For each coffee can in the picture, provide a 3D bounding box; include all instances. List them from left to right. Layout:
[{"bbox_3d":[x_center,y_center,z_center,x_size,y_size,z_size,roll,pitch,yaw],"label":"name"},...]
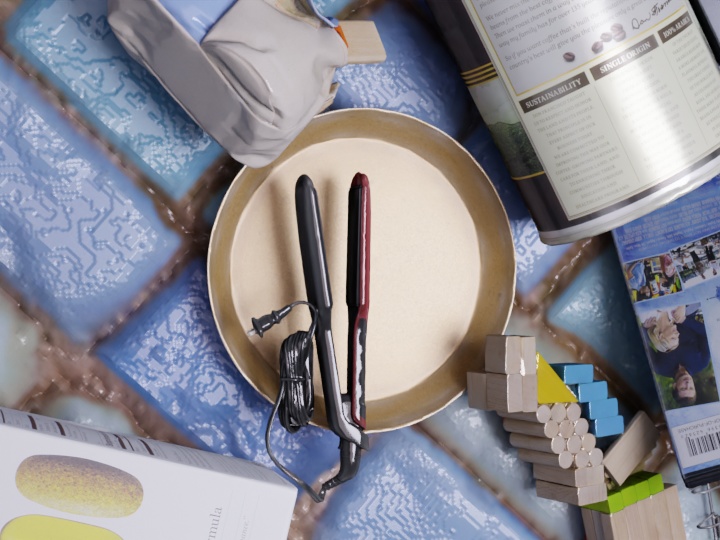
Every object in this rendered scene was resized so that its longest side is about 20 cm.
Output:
[{"bbox_3d":[0.131,-0.137,1.006,0.146,0.146,0.201,-29,98,-12],"label":"coffee can"}]

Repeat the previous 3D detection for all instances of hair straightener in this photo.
[{"bbox_3d":[-0.033,0.041,1.002,0.076,0.041,0.202,0,96,-14],"label":"hair straightener"}]

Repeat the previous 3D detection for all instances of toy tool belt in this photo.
[{"bbox_3d":[-0.083,-0.169,0.977,0.200,0.125,0.123,46,57,-3],"label":"toy tool belt"}]

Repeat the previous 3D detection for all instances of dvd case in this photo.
[{"bbox_3d":[0.243,0.022,1.031,0.141,0.018,0.202,-17,64,10],"label":"dvd case"}]

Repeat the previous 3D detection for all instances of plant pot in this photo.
[{"bbox_3d":[0.000,0.000,1.038,0.198,0.027,0.202,0,91,-15],"label":"plant pot"}]

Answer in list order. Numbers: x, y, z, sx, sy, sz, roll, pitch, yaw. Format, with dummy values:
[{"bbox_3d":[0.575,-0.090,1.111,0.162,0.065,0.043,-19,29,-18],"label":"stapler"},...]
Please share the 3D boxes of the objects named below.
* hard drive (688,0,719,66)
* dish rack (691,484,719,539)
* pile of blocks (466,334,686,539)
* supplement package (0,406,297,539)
[{"bbox_3d":[0.198,-0.218,1.032,0.042,0.135,0.201,-26,99,2],"label":"hard drive"},{"bbox_3d":[0.271,0.125,1.052,0.054,0.152,0.202,-13,95,-52],"label":"dish rack"},{"bbox_3d":[0.135,0.110,1.060,0.082,0.062,0.201,-43,111,-22],"label":"pile of blocks"},{"bbox_3d":[-0.152,0.152,0.959,0.198,0.109,0.115,13,87,-14],"label":"supplement package"}]
